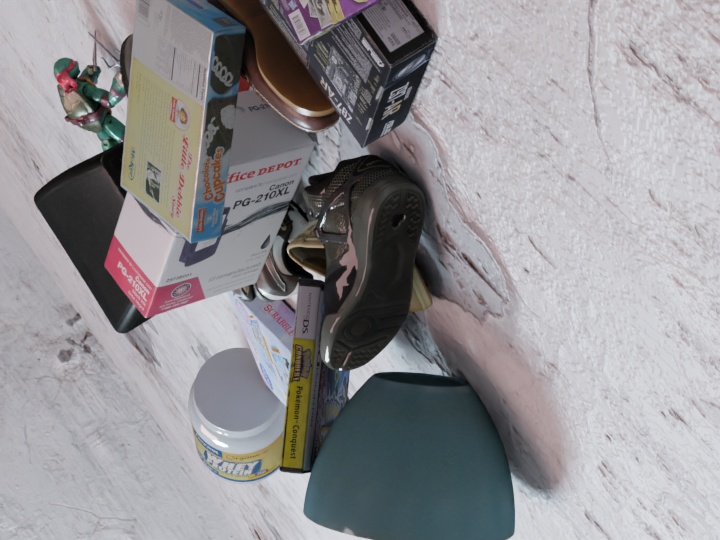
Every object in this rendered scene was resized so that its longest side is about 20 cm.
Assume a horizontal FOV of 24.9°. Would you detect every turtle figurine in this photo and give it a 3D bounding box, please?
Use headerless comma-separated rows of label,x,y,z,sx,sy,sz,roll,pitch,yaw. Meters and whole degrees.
turtle figurine,-0.337,-0.221,2.094,0.150,0.101,0.201,35,158,54

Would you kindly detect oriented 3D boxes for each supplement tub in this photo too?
supplement tub,-0.166,0.202,2.275,0.145,0.144,0.200,52,164,20

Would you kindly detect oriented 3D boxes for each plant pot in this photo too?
plant pot,-0.233,-0.075,1.892,0.201,0.199,0.177,57,154,2
plant pot,0.051,0.168,1.522,0.200,0.199,0.136,-167,82,-69

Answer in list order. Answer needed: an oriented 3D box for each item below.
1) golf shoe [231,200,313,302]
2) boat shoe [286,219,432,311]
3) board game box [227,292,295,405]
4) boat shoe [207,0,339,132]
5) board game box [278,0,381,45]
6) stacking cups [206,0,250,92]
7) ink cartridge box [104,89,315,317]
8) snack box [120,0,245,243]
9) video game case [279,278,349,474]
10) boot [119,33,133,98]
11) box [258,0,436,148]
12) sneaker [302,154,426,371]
golf shoe,-0.095,-0.067,1.704,0.094,0.078,0.201,-3,104,24
boat shoe,0.000,0.000,1.529,0.200,0.062,0.074,30,148,58
board game box,-0.084,0.121,2.059,0.199,0.041,0.201,43,159,43
boat shoe,-0.070,-0.181,1.383,0.071,0.070,0.200,97,150,-48
board game box,-0.046,-0.268,1.128,0.120,0.032,0.201,-17,100,58
stacking cups,-0.159,-0.248,1.545,0.060,0.060,0.201,41,158,45
ink cartridge box,-0.147,-0.066,1.573,0.084,0.144,0.201,49,135,25
snack box,-0.156,-0.138,1.413,0.116,0.037,0.201,37,129,38
video game case,-0.038,0.107,1.610,0.200,0.025,0.182,28,-113,-78
boot,-0.180,-0.187,1.683,0.131,0.067,0.201,-43,58,47
box,-0.027,-0.210,1.247,0.200,0.043,0.160,55,164,11
sneaker,-0.005,-0.014,1.426,0.114,0.076,0.200,52,140,47
